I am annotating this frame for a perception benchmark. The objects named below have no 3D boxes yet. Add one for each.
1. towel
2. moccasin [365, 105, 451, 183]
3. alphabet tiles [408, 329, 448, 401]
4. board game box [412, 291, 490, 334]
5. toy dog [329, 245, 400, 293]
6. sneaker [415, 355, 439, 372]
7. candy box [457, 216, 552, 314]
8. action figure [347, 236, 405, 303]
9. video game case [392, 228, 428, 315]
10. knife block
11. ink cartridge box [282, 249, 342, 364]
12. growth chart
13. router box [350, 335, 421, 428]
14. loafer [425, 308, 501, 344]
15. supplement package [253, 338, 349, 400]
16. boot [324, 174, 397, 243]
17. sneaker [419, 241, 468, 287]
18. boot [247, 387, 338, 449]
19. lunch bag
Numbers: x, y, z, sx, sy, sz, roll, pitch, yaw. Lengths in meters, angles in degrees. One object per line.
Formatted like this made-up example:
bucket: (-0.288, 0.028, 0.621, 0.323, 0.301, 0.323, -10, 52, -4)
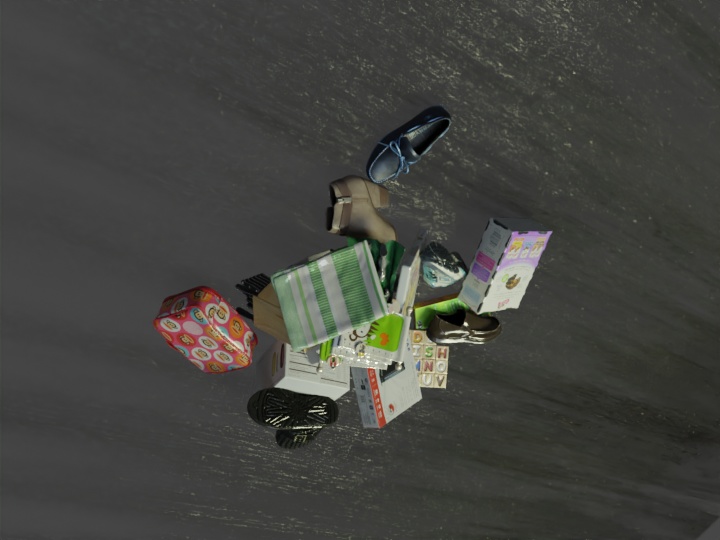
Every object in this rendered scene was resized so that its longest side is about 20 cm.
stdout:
towel: (-0.057, 0.045, 1.047, 0.195, 0.023, 0.156, -20, 83, 7)
moccasin: (0.090, -0.246, 1.098, 0.200, 0.069, 0.080, -44, 119, 10)
alphabet tiles: (0.116, 0.227, 1.361, 0.194, 0.008, 0.172, 5, 90, -10)
board game box: (0.224, 0.103, 1.381, 0.195, 0.030, 0.097, -12, 124, -6)
toy dog: (0.000, 0.000, 1.229, 0.131, 0.097, 0.200, -41, 137, 6)
sneaker: (0.117, 0.255, 1.401, 0.195, 0.071, 0.101, -5, 94, -11)
candy box: (0.324, -0.012, 1.271, 0.165, 0.071, 0.204, -3, 121, -43)
action figure: (0.029, 0.024, 1.137, 0.115, 0.055, 0.203, 14, 139, 15)
video game case: (0.103, 0.037, 1.220, 0.022, 0.183, 0.204, 14, 121, 11)
knife block: (-0.175, 0.093, 1.152, 0.063, 0.203, 0.175, -21, 167, -45)
ink cartridge box: (-0.083, 0.076, 1.152, 0.066, 0.205, 0.115, -19, 178, -45)
growth chart: (0.010, 0.125, 1.098, 0.195, 0.018, 0.149, 5, 88, -23)
router box: (0.055, 0.220, 1.269, 0.178, 0.048, 0.206, -17, 96, -51)
loafer: (0.253, 0.130, 1.345, 0.195, 0.073, 0.073, -4, 119, -20)
supplement package: (-0.134, 0.232, 1.255, 0.152, 0.113, 0.200, 16, 143, -24)
boot: (-0.002, -0.088, 1.134, 0.143, 0.070, 0.206, -5, 88, -33)
sneaker: (0.172, 0.003, 1.239, 0.086, 0.079, 0.199, -37, 153, 20)
boot: (-0.163, 0.326, 1.222, 0.207, 0.081, 0.158, 16, 144, -24)
lunch bag: (-0.330, 0.134, 1.184, 0.173, 0.083, 0.201, -17, 128, 25)
